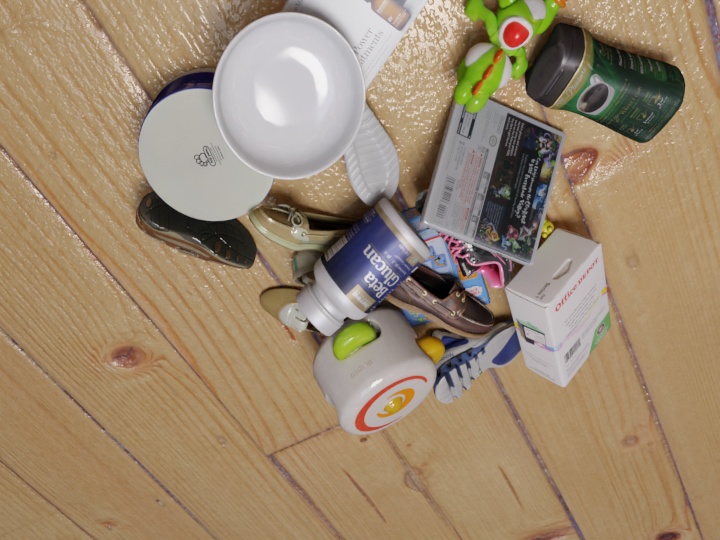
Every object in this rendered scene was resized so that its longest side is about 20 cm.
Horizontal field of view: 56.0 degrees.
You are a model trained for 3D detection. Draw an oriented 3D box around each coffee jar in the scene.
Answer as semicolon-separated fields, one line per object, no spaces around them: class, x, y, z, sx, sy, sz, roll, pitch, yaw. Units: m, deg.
coffee jar;0.326;-0.253;0.914;0.195;0.087;0.105;17;141;-12

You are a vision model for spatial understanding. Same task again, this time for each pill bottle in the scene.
pill bottle;0.000;0.000;1.003;0.200;0.112;0.111;-43;116;8

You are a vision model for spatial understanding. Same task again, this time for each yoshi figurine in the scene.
yoshi figurine;0.187;-0.306;0.894;0.202;0.112;0.111;-55;151;14

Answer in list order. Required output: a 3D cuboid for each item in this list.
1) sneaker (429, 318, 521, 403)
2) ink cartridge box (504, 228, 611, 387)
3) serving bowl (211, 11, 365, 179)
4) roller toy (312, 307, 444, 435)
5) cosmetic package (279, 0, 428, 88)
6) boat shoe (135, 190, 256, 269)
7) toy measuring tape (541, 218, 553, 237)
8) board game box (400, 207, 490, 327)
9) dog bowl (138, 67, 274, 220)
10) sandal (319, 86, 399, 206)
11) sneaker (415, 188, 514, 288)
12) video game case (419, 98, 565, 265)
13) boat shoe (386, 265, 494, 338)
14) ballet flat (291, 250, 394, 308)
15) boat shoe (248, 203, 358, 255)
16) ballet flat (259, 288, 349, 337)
sneaker;0.180;0.133;1.178;0.197;0.115;0.082;-30;128;-17
ink cartridge box;0.316;0.059;1.068;0.145;0.083;0.202;-44;135;-19
serving bowl;-0.095;-0.224;0.872;0.195;0.066;0.205;-6;112;-16
roller toy;0.027;0.168;1.092;0.196;0.141;0.184;-2;136;-40
cosmetic package;0.001;-0.357;0.867;0.149;0.052;0.201;31;118;-17
boat shoe;-0.256;-0.058;1.054;0.197;0.077;0.073;28;147;-28
toy measuring tape;0.220;-0.101;1.027;0.197;0.074;0.074;29;119;-19
board game box;0.117;-0.010;1.105;0.148;0.037;0.203;-17;121;10
dog bowl;-0.211;-0.177;0.965;0.194;0.080;0.204;0;123;-1
sandal;0.001;-0.189;0.981;0.081;0.050;0.205;-27;123;-3
sneaker;0.157;-0.044;0.998;0.198;0.097;0.079;32;155;-19
video game case;0.191;-0.132;0.964;0.178;0.023;0.205;19;82;-13
boat shoe;0.132;0.044;1.076;0.196;0.071;0.071;21;125;-14
ballet flat;-0.027;0.034;1.115;0.197;0.070;0.070;26;120;-17
boat shoe;-0.077;-0.068;1.020;0.198;0.074;0.064;18;116;-39
ballet flat;-0.076;0.079;1.145;0.195;0.064;0.070;12;125;-8
